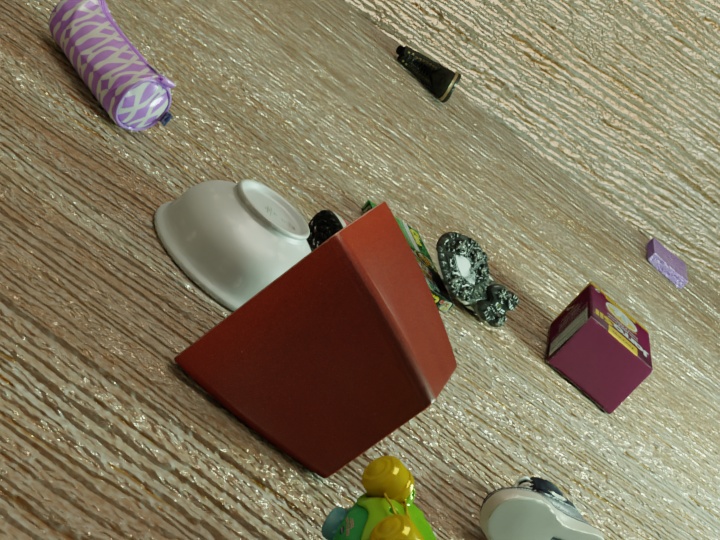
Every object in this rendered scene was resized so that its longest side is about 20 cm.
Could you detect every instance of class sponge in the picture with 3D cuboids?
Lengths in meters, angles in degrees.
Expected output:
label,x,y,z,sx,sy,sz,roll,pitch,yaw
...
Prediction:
label,x,y,z,sx,sy,sz,roll,pitch,yaw
sponge,0.765,-0.020,3.346,0.112,0.030,0.200,41,18,0

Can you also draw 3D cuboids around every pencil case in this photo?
label,x,y,z,sx,sy,sz,roll,pitch,yaw
pencil case,-0.304,-0.257,1.631,0.200,0.086,0.084,49,18,28

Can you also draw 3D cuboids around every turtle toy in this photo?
label,x,y,z,sx,sy,sz,roll,pitch,yaw
turtle toy,0.023,0.252,1.049,0.146,0.101,0.200,58,11,-26

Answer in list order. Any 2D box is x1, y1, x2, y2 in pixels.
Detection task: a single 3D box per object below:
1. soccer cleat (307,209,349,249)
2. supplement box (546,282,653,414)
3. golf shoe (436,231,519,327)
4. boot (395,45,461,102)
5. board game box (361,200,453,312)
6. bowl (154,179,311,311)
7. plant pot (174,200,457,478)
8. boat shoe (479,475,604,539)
label,x,y,z,sx,sy,sz,roll,pitch,yaw
soccer cleat,0.000,0.000,1.675,0.073,0.068,0.200,29,18,-43
supplement box,0.372,0.117,2.090,0.131,0.103,0.200,41,18,-3
golf shoe,0.146,0.007,1.926,0.094,0.078,0.200,35,-13,46
boot,0.149,-0.457,3.082,0.138,0.078,0.200,32,6,-14
board game box,0.066,-0.022,1.929,0.105,0.023,0.200,30,21,-28
bowl,-0.120,-0.036,1.471,0.201,0.090,0.201,35,19,-14
plant pot,-0.022,0.075,1.270,0.176,0.200,0.200,54,18,-1
boat shoe,0.173,0.255,1.423,0.200,0.075,0.093,34,10,-43
